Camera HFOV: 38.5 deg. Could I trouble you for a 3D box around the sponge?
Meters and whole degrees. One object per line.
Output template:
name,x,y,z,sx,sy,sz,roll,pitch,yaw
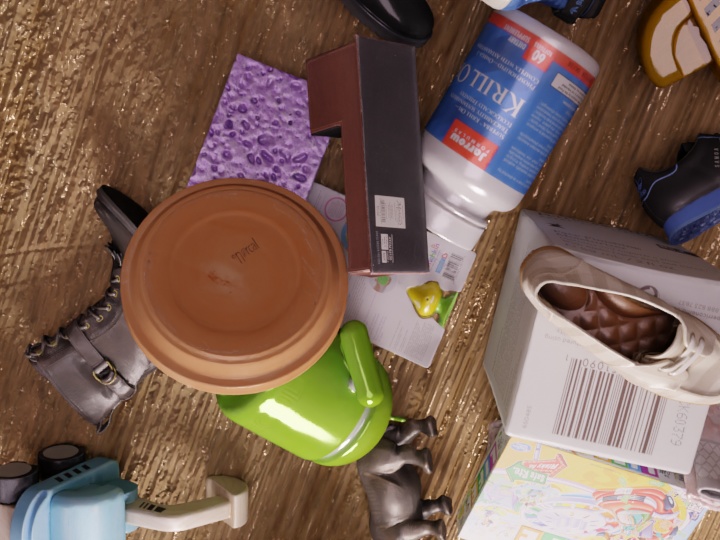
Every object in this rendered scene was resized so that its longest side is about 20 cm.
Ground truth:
sponge,-0.099,-0.090,0.964,0.110,0.030,0.203,21,87,-3

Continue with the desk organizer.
desk organizer,0.005,-0.095,0.915,0.071,0.076,0.204,0,85,-41

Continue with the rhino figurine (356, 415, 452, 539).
rhino figurine,0.046,0.247,1.032,0.086,0.060,0.203,-6,102,22

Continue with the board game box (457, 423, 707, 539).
board game box,0.204,0.217,0.952,0.197,0.034,0.136,17,122,-6

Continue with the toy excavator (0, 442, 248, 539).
toy excavator,-0.234,0.238,1.006,0.197,0.194,0.102,9,102,27

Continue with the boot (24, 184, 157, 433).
boot,-0.250,0.041,0.993,0.173,0.069,0.202,-30,101,5

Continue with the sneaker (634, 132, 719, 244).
sneaker,0.351,-0.101,0.961,0.198,0.070,0.079,-25,67,-10

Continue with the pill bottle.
pill bottle,0.119,-0.125,0.935,0.111,0.112,0.202,29,101,-5

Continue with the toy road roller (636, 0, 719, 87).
toy road roller,0.298,-0.250,0.909,0.145,0.123,0.202,-27,100,17

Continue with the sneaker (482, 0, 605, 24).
sneaker,0.164,-0.252,0.871,0.110,0.201,0.077,28,119,-5

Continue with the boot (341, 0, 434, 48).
boot,0.042,-0.308,0.874,0.164,0.066,0.200,38,133,-6

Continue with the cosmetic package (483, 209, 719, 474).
cosmetic package,0.213,0.054,0.924,0.162,0.200,0.168,12,102,-2

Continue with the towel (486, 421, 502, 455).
towel,0.217,0.236,1.013,0.196,0.032,0.194,1,118,2

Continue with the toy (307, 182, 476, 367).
toy,0.000,0.000,0.986,0.198,0.047,0.117,24,87,14

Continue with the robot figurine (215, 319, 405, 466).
robot figurine,-0.053,0.107,0.955,0.199,0.117,0.174,33,145,-29

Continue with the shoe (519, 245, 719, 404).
shoe,0.209,0.050,0.793,0.198,0.053,0.071,29,101,-5

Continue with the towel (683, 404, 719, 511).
towel,0.390,0.159,0.960,0.197,0.193,0.032,18,134,-4

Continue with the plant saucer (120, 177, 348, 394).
plant saucer,-0.108,0.006,0.890,0.197,0.032,0.203,3,63,-6
